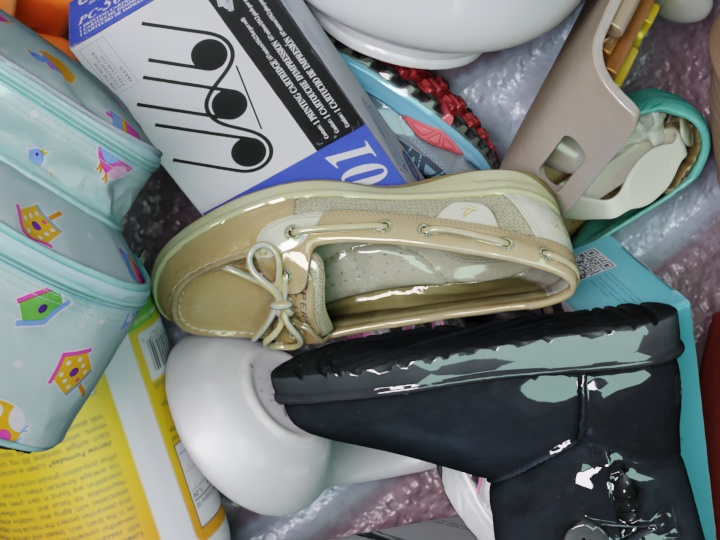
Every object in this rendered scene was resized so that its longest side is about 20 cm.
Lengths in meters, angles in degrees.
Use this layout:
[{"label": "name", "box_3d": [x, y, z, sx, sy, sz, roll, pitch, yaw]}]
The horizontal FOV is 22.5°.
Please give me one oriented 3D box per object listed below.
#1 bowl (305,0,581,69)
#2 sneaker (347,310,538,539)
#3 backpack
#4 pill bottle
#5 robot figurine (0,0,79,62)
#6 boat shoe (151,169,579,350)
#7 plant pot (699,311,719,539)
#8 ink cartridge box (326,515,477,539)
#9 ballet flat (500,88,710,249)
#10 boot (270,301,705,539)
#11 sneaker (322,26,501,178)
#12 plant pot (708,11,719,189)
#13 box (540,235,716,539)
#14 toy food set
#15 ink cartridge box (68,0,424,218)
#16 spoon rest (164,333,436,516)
[{"label": "bowl", "box_3d": [0.028, -0.162, 0.888, 0.200, 0.202, 0.091, 6, 127, -17]}, {"label": "sneaker", "box_3d": [0.077, 0.070, 0.912, 0.086, 0.080, 0.200, -39, 91, 32]}, {"label": "backpack", "box_3d": [-0.166, -0.027, 0.714, 0.175, 0.200, 0.153, 33, 103, -30]}, {"label": "pill bottle", "box_3d": [-0.129, 0.108, 0.888, 0.111, 0.111, 0.201, -20, 101, -14]}, {"label": "robot figurine", "box_3d": [-0.230, -0.123, 0.832, 0.199, 0.117, 0.145, 8, 109, -19]}, {"label": "boat shoe", "box_3d": [0.001, 0.002, 0.852, 0.199, 0.063, 0.073, -6, 130, -4]}, {"label": "plant pot", "box_3d": [0.289, 0.097, 0.983, 0.199, 0.200, 0.177, -6, 85, -16]}, {"label": "ink cartridge box", "box_3d": [0.015, 0.211, 0.913, 0.199, 0.083, 0.148, -3, 98, -48]}, {"label": "ballet flat", "box_3d": [0.105, -0.034, 0.965, 0.200, 0.070, 0.068, -34, 106, -10]}, {"label": "boot", "box_3d": [0.065, 0.110, 0.849, 0.199, 0.076, 0.169, -7, 99, 3]}, {"label": "sneaker", "box_3d": [-0.022, -0.080, 0.932, 0.199, 0.079, 0.096, 26, 112, -20]}, {"label": "plant pot", "box_3d": [0.258, -0.060, 0.974, 0.200, 0.201, 0.093, 22, 126, -18]}, {"label": "box", "box_3d": [0.142, 0.089, 0.952, 0.049, 0.082, 0.201, -21, 121, -13]}, {"label": "toy food set", "box_3d": [0.144, -0.121, 0.899, 0.060, 0.144, 0.201, 29, 65, -1]}, {"label": "ink cartridge box", "box_3d": [-0.044, -0.067, 0.860, 0.094, 0.044, 0.200, -27, 127, 12]}, {"label": "spoon rest", "box_3d": [-0.023, 0.081, 0.914, 0.199, 0.061, 0.100, 11, 50, -46]}]
